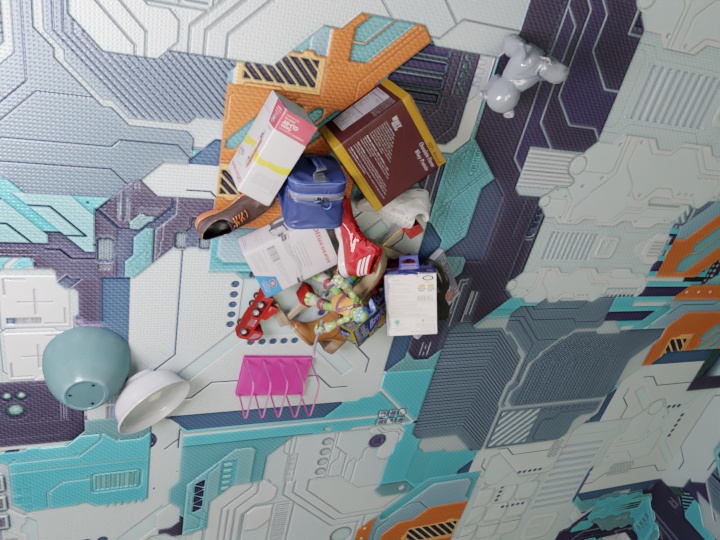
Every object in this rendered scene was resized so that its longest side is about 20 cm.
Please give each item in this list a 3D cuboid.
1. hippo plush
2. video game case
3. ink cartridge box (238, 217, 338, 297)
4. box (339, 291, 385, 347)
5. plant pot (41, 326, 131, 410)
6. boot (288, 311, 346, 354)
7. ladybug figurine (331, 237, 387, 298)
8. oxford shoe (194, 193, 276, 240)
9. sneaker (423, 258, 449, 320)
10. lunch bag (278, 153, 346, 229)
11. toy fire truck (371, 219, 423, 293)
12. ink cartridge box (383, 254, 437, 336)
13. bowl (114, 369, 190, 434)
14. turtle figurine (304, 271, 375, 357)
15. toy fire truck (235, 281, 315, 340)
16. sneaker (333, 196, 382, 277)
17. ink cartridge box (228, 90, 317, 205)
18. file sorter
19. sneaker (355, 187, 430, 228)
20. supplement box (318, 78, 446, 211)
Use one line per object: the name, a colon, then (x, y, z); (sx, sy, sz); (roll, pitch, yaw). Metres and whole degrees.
hippo plush: (0.373, -0.433, 1.349); (0.159, 0.200, 0.161); (26, 119, -11)
video game case: (0.192, 0.067, 1.645); (0.200, 0.023, 0.182); (-45, 131, -21)
ink cartridge box: (-0.175, -0.046, 1.424); (0.200, 0.086, 0.147); (-26, 128, -7)
box: (0.035, 0.114, 1.583); (0.200, 0.070, 0.064); (-38, 132, -26)
plant pot: (-0.653, 0.252, 1.388); (0.200, 0.135, 0.201); (-11, 124, -16)
boot: (-0.091, 0.134, 1.586); (0.155, 0.074, 0.200); (-51, 138, 6)
ladybug figurine: (0.000, 0.000, 1.504); (0.072, 0.136, 0.200); (1, 143, -48)
oxford shoe: (-0.280, -0.122, 1.338); (0.200, 0.073, 0.071); (-28, 127, -4)
sneaker: (0.190, 0.064, 1.579); (0.091, 0.076, 0.200); (-25, 120, -26)
lunch bag: (-0.108, -0.183, 1.291); (0.136, 0.200, 0.133); (-3, 121, -16)
toy fire truck: (0.086, -0.039, 1.552); (0.200, 0.049, 0.141); (-30, 126, 0)
ink cartridge box: (0.130, 0.063, 1.509); (0.136, 0.076, 0.201); (-3, 106, 0)
bowl: (-0.544, 0.316, 1.480); (0.201, 0.090, 0.201); (-39, 162, -15)
turtle figurine: (-0.084, 0.074, 1.415); (0.200, 0.194, 0.144); (-24, 122, -25)
toy fire truck: (-0.224, 0.109, 1.528); (0.141, 0.049, 0.200); (22, 112, -34)
sneaker: (0.001, -0.084, 1.420); (0.078, 0.115, 0.201); (-21, 107, -59)
ink cartridge box: (-0.191, -0.260, 1.239); (0.083, 0.145, 0.200); (24, 110, -32)
file sorter: (-0.229, 0.329, 1.622); (0.200, 0.125, 0.139); (4, 119, -25)
sneaker: (0.087, -0.154, 1.450); (0.199, 0.075, 0.100); (-6, 79, -18)
supplement box: (0.050, -0.285, 1.332); (0.200, 0.133, 0.197); (-36, 128, 3)
